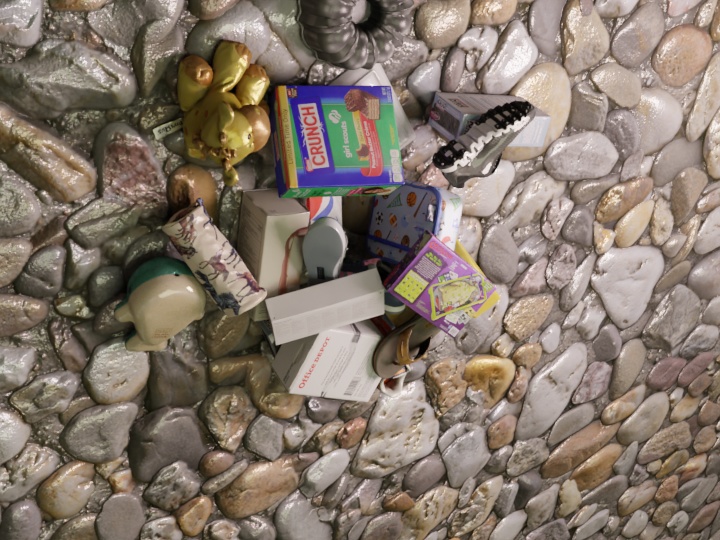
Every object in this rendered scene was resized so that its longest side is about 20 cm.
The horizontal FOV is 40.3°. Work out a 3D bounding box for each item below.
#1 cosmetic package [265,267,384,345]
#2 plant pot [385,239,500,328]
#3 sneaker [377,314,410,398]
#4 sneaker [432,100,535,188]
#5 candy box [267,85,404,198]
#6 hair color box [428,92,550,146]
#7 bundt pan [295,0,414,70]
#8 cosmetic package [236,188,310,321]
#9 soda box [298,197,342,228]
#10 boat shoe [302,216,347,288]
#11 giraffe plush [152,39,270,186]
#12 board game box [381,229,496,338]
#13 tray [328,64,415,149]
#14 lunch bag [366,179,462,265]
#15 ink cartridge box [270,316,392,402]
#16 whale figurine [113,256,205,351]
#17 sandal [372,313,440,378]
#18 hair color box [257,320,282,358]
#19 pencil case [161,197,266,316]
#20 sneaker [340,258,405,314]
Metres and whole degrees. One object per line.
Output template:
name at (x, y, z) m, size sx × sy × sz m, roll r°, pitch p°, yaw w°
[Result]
cosmetic package at (-0.059, 0.060, 1.663) m, size 0.197 × 0.051 × 0.083 m, roll -16°, pitch 150°, yaw -9°
plant pot at (0.132, 0.030, 1.848) m, size 0.188 × 0.202 × 0.201 m, roll -37°, pitch 132°, yaw 7°
sneaker at (0.060, 0.162, 1.956) m, size 0.077 × 0.079 × 0.203 m, roll -18°, pitch 125°, yaw -21°
sneaker at (0.218, -0.211, 1.678) m, size 0.199 × 0.067 × 0.091 m, roll -35°, pitch 135°, yaw -3°
candy box at (-0.041, -0.208, 1.582) m, size 0.196 × 0.077 × 0.172 m, roll -4°, pitch 79°, yaw -19°
hair color box at (0.233, -0.271, 1.767) m, size 0.197 × 0.099 × 0.062 m, roll -3°, pitch 122°, yaw -31°
bundt pan at (0.002, -0.408, 1.554) m, size 0.199 × 0.076 × 0.205 m, roll -15°, pitch 122°, yaw -24°
cosmetic package at (-0.155, -0.028, 1.683) m, size 0.086 × 0.103 × 0.203 m, roll -8°, pitch 124°, yaw -30°
soda box at (-0.074, -0.131, 1.692) m, size 0.063 × 0.068 × 0.203 m, roll -16°, pitch 126°, yaw -23°
boat shoe at (-0.052, -0.041, 1.659) m, size 0.073 × 0.087 × 0.203 m, roll 9°, pitch 144°, yaw 6°
giraffe plush at (-0.204, -0.227, 1.484) m, size 0.199 × 0.162 × 0.173 m, roll -40°, pitch 132°, yaw -4°
board game box at (0.137, 0.027, 1.677) m, size 0.120 × 0.032 × 0.199 m, roll -46°, pitch 131°, yaw 10°
tray at (0.025, -0.268, 1.699) m, size 0.107 × 0.022 × 0.201 m, roll -39°, pitch 132°, yaw -7°
lunch bag at (0.093, -0.075, 1.735) m, size 0.075 × 0.199 × 0.163 m, roll 7°, pitch 99°, yaw -36°
ink cartridge box at (-0.045, 0.153, 1.798) m, size 0.198 × 0.084 × 0.146 m, roll 12°, pitch 114°, yaw -42°
whale figurine at (-0.338, 0.057, 1.639) m, size 0.157 × 0.105 × 0.201 m, roll -2°, pitch 143°, yaw -31°
sandal at (0.099, 0.132, 1.770) m, size 0.199 × 0.055 × 0.081 m, roll -40°, pitch 132°, yaw 19°
hair color box at (-0.084, 0.091, 1.829) m, size 0.198 × 0.061 × 0.100 m, roll -30°, pitch 131°, yaw -13°
pencil case at (-0.233, -0.016, 1.595) m, size 0.201 × 0.077 × 0.090 m, roll 55°, pitch 43°, yaw -13°
sneaker at (0.000, 0.000, 1.757) m, size 0.070 × 0.197 × 0.083 m, roll -58°, pitch 168°, yaw -51°
